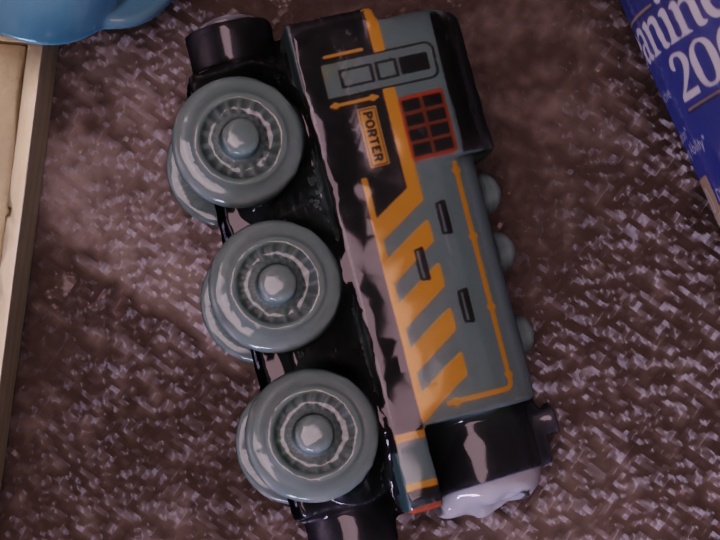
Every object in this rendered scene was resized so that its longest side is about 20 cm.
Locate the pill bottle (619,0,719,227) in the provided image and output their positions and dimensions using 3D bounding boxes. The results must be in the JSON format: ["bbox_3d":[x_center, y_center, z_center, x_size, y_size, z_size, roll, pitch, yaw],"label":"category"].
[{"bbox_3d":[0.143,-0.110,0.823,0.111,0.111,0.200,-23,84,1],"label":"pill bottle"}]

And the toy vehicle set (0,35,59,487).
[{"bbox_3d":[-0.187,0.005,0.876,0.124,0.027,0.200,7,85,4],"label":"toy vehicle set"}]

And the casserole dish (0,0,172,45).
[{"bbox_3d":[-0.149,-0.158,0.848,0.200,0.039,0.121,31,45,5],"label":"casserole dish"}]

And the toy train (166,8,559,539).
[{"bbox_3d":[0.000,0.000,0.841,0.114,0.085,0.200,-14,84,-7],"label":"toy train"}]
